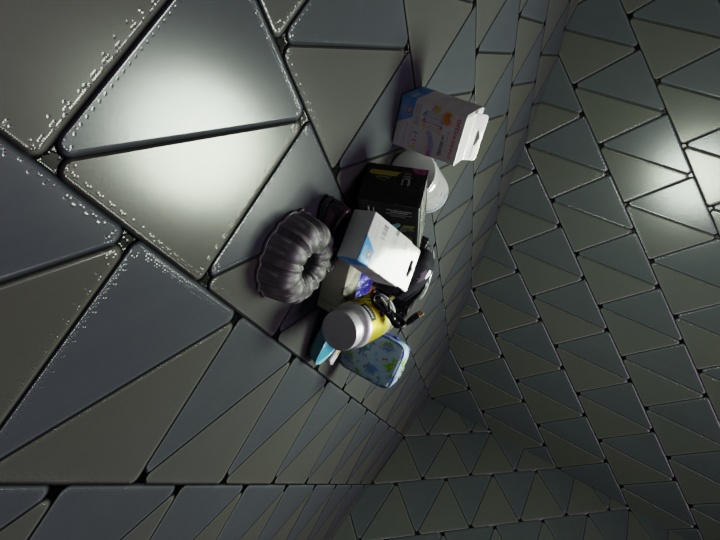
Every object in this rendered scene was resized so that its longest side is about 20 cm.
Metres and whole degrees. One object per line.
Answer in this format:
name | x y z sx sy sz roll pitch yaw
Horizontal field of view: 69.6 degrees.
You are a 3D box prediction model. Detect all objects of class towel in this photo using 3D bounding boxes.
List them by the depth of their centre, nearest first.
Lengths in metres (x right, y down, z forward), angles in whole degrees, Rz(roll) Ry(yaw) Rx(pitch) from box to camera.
towel | 0.000 0.000 1.421 0.148 0.049 0.201 -45 152 -45

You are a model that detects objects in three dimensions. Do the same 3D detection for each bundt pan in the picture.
bundt pan | -0.122 -0.019 1.059 0.202 0.075 0.203 -52 157 -33

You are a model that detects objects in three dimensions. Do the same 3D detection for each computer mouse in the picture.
computer mouse | 0.130 0.051 1.262 0.200 0.046 0.141 -42 111 -13

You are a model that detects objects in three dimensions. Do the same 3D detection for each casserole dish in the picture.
casserole dish | -0.079 0.167 1.400 0.121 0.039 0.201 -25 145 -61

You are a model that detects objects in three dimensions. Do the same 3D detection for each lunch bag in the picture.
lunch bag | 0.046 0.260 1.617 0.162 0.199 0.082 -67 160 5

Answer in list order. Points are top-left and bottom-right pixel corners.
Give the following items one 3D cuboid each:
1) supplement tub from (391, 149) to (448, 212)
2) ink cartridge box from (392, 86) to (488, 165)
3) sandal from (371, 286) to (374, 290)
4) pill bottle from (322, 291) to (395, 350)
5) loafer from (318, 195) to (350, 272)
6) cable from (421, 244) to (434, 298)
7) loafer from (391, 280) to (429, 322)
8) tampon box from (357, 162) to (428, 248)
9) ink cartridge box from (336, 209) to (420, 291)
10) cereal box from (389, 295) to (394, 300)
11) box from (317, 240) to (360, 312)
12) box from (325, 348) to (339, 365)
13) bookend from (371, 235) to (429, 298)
supplement tub | 0.165 -0.242 1.432 0.133 0.131 0.200 -65 159 1
ink cartridge box | 0.204 -0.358 1.291 0.125 0.199 0.129 -39 148 -50
sandal | 0.048 0.106 1.648 0.079 0.059 0.207 -58 159 -16
pill bottle | -0.002 0.125 1.271 0.200 0.114 0.115 -18 130 -61
loafer | -0.061 -0.070 1.166 0.072 0.063 0.201 -44 151 -43
cable | 0.199 0.004 1.788 0.200 0.069 0.201 -113 -144 -78
loafer | 0.145 0.090 1.599 0.201 0.068 0.070 -53 172 22
tampon box | 0.081 -0.144 1.273 0.200 0.149 0.127 85 18 -56
ink cartridge box | 0.046 -0.040 1.179 0.200 0.066 0.116 35 72 -46
cereal box | 0.109 0.116 1.756 0.200 0.039 0.145 99 12 -64
box | -0.044 0.006 1.290 0.082 0.068 0.201 -33 143 -53
box | -0.050 0.182 1.522 0.201 0.041 0.039 -57 160 -23
bookend | 0.122 -0.008 1.593 0.201 0.092 0.199 -62 173 -8
